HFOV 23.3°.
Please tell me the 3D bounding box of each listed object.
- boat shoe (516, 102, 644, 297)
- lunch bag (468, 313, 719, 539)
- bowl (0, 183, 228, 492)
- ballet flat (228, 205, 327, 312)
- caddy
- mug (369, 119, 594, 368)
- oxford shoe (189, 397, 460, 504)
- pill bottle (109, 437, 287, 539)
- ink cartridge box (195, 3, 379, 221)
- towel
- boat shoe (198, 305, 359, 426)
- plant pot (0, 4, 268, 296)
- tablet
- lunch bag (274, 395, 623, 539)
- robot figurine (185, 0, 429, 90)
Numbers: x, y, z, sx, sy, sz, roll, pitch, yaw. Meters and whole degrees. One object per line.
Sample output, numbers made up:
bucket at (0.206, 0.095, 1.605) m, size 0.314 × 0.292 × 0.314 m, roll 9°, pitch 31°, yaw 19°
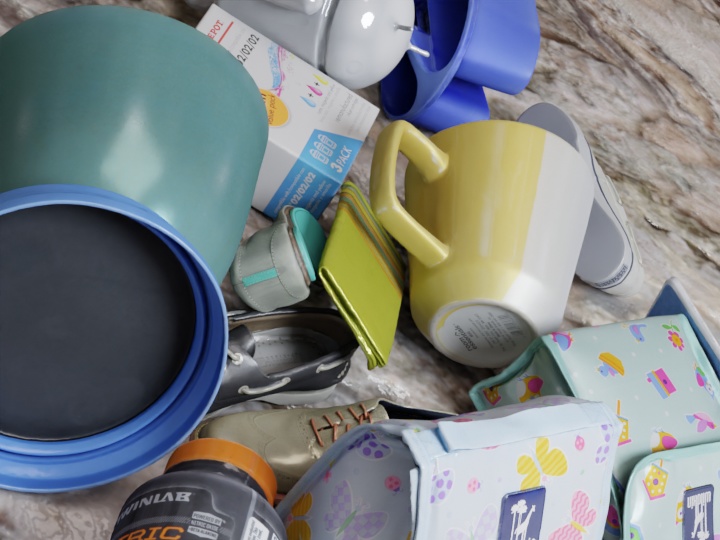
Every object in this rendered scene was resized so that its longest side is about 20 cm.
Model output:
boat shoe at (0.192, -0.059, 1.519) m, size 0.070 × 0.071 × 0.200 m, roll 34°, pitch 25°, yaw -50°
lunch bag at (0.199, 0.143, 1.270) m, size 0.170 × 0.122 × 0.200 m, roll -5°, pitch 61°, yaw -41°
bowl at (-0.179, 0.039, 1.035) m, size 0.200 × 0.201 × 0.039 m, roll 17°, pitch 24°, yaw -22°
ballet flat at (-0.060, -0.008, 1.247) m, size 0.200 × 0.064 × 0.067 m, roll -44°, pitch 112°, yaw -85°
caddy at (0.073, -0.205, 1.509) m, size 0.105 × 0.141 × 0.200 m, roll 23°, pitch 40°, yaw -24°
mug at (0.083, -0.014, 1.339) m, size 0.186 × 0.149 × 0.153 m, roll 15°, pitch 51°, yaw -6°
oxford shoe at (-0.019, 0.110, 1.175) m, size 0.200 × 0.074 × 0.071 m, roll 3°, pitch 49°, yaw -34°
pill bottle at (-0.102, 0.189, 1.010) m, size 0.106 × 0.106 × 0.200 m, roll 28°, pitch 39°, yaw -11°
ink cartridge box at (-0.097, -0.129, 1.361) m, size 0.200 × 0.068 × 0.115 m, roll 31°, pitch 39°, yaw -6°
towel at (0.000, 0.000, 1.269) m, size 0.086 × 0.018 × 0.200 m, roll 57°, pitch 15°, yaw -14°
boat shoe at (-0.085, 0.061, 1.186) m, size 0.200 × 0.060 × 0.074 m, roll -1°, pitch 51°, yaw -37°
plant pot at (-0.164, -0.043, 1.129) m, size 0.200 × 0.201 × 0.161 m, roll 20°, pitch 46°, yaw -19°
tablet at (0.269, 0.116, 1.342) m, size 0.014 × 0.130 × 0.200 m, roll -16°, pitch 60°, yaw -23°
lunch bag at (0.051, 0.157, 1.081) m, size 0.170 × 0.200 × 0.127 m, roll -5°, pitch 54°, yaw -41°
robot figurine at (-0.041, -0.216, 1.427) m, size 0.200 × 0.113 × 0.170 m, roll 20°, pitch 8°, yaw 15°
